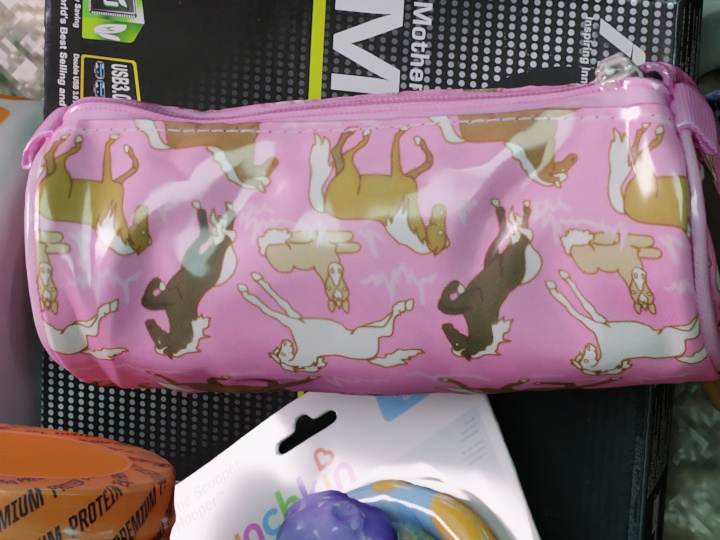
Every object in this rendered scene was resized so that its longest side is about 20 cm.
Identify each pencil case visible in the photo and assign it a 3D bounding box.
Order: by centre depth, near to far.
[{"bbox_3d":[0.005,-0.010,0.734,0.199,0.083,0.087,-3,75,18],"label":"pencil case"}]

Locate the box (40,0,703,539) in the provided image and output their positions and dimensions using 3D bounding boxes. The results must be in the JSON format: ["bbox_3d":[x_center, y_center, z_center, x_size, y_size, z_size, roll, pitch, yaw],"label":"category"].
[{"bbox_3d":[0.000,0.000,0.806,0.192,0.047,0.201,9,107,18],"label":"box"}]

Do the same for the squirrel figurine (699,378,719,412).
[{"bbox_3d":[0.196,0.026,0.761,0.198,0.142,0.188,7,69,2],"label":"squirrel figurine"}]

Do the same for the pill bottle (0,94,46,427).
[{"bbox_3d":[-0.187,-0.010,0.867,0.199,0.113,0.114,10,81,18],"label":"pill bottle"}]

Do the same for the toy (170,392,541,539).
[{"bbox_3d":[0.003,0.115,0.732,0.115,0.047,0.201,-34,59,21],"label":"toy"}]

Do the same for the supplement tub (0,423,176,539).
[{"bbox_3d":[-0.108,0.149,0.749,0.122,0.122,0.202,7,96,17],"label":"supplement tub"}]

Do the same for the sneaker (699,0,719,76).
[{"bbox_3d":[0.093,-0.108,0.841,0.198,0.075,0.089,-6,67,6],"label":"sneaker"}]
